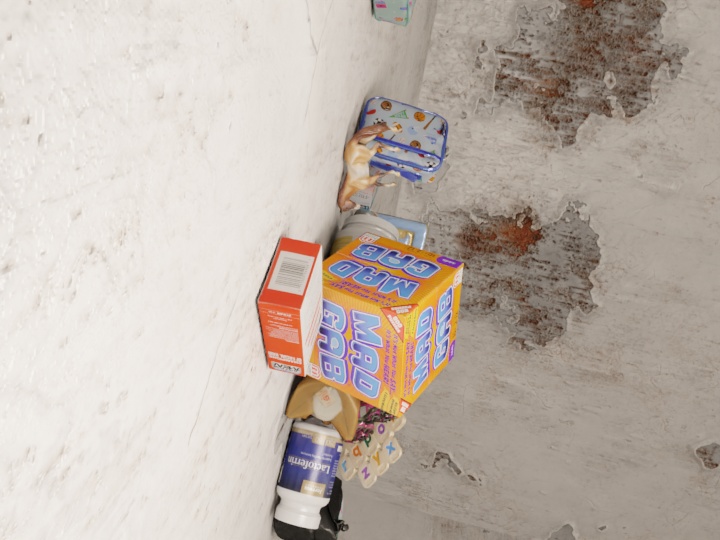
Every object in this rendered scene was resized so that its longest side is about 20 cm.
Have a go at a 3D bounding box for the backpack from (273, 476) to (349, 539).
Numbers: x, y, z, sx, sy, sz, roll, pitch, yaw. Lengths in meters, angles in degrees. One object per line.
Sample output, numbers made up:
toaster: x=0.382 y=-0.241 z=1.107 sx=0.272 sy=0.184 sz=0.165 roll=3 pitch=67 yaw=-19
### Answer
backpack: x=-0.115 y=0.544 z=1.504 sx=0.127 sy=0.167 sz=0.200 roll=-58 pitch=-176 yaw=17

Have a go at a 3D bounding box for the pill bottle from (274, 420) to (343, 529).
pill bottle: x=-0.110 y=0.426 z=1.372 sx=0.116 sy=0.115 sz=0.201 roll=83 pitch=20 yaw=-74

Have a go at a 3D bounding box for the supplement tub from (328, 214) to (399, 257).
supplement tub: x=0.000 y=0.000 z=1.365 sx=0.146 sy=0.145 sz=0.201 roll=90 pitch=14 yaw=-66

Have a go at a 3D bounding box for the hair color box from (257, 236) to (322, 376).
hair color box: x=-0.097 y=0.057 z=0.944 sx=0.200 sy=0.064 sz=0.111 roll=92 pitch=10 yaw=-55

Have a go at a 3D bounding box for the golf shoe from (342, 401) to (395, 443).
golf shoe: x=0.026 y=0.272 z=1.339 sx=0.200 sy=0.072 sz=0.092 roll=-39 pitch=-135 yaw=30

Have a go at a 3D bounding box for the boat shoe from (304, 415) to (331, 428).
boat shoe: x=-0.100 y=0.362 z=1.598 sx=0.200 sy=0.070 sz=0.067 roll=90 pitch=7 yaw=-69

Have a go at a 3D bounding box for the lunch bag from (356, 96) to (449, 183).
lunch bag: x=0.089 y=-0.271 z=1.378 sx=0.076 sy=0.199 sz=0.161 roll=111 pitch=-6 yaw=-63

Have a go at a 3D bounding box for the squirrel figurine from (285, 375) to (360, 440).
squirrel figurine: x=-0.059 y=0.217 z=1.342 sx=0.187 sy=0.141 sz=0.201 roll=-85 pitch=-171 yaw=-83

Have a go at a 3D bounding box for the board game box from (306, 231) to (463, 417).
board game box: x=0.037 y=0.083 z=1.121 sx=0.200 sy=0.199 sz=0.201 roll=-36 pitch=137 yaw=-46

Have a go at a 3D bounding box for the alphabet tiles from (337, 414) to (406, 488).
alphabet tiles: x=0.014 y=0.346 z=1.384 sx=0.200 sy=0.015 sz=0.196 roll=-50 pitch=-136 yaw=17

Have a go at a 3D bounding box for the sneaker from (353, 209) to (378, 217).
sneaker: x=0.002 y=-0.064 z=1.621 sx=0.077 sy=0.078 sz=0.201 roll=-55 pitch=158 yaw=-51

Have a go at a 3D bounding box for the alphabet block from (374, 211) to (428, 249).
alphabet block: x=0.081 y=-0.056 z=1.837 sx=0.200 sy=0.195 sz=0.197 roll=-28 pitch=133 yaw=-81

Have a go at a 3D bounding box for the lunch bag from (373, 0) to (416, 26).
lunch bag: x=0.070 y=-0.552 z=1.181 sx=0.200 sy=0.077 sz=0.161 roll=69 pitch=32 yaw=-80

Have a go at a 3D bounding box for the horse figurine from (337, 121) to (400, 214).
horse figurine: x=0.013 y=-0.210 z=1.288 sx=0.200 sy=0.132 sz=0.050 roll=90 pitch=-17 yaw=-45

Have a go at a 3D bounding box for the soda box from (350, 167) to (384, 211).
soda box: x=0.014 y=-0.216 z=1.447 sx=0.200 sy=0.063 sz=0.069 roll=-70 pitch=171 yaw=-49
